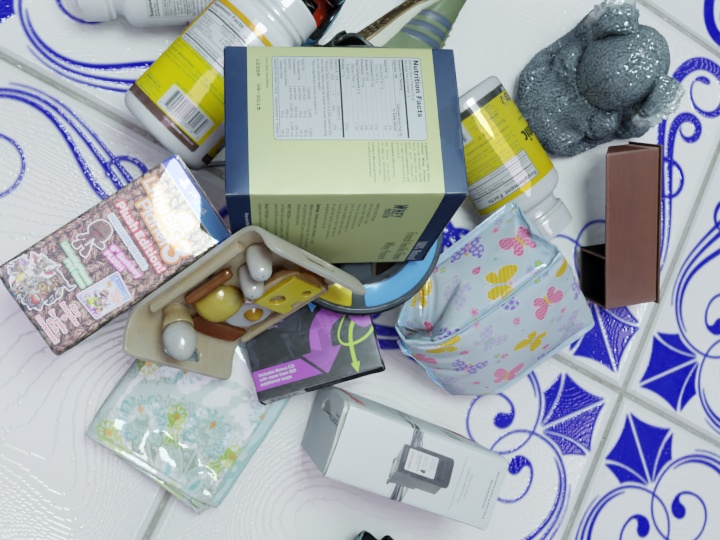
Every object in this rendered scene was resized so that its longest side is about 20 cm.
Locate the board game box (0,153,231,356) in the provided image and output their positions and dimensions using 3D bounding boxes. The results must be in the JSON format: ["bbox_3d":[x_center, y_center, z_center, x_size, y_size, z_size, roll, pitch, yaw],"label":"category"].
[{"bbox_3d":[-0.247,-0.015,0.764,0.199,0.159,0.097,-36,98,-13],"label":"board game box"}]

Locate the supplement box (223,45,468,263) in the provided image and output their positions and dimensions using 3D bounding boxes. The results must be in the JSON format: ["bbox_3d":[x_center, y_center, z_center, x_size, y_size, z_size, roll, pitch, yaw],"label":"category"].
[{"bbox_3d":[-0.023,-0.097,0.692,0.197,0.200,0.136,-1,75,-7],"label":"supplement box"}]

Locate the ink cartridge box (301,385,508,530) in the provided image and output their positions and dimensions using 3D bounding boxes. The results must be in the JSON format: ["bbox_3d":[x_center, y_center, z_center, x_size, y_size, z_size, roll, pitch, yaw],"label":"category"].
[{"bbox_3d":[0.043,0.207,0.840,0.198,0.145,0.084,22,85,-13],"label":"ink cartridge box"}]

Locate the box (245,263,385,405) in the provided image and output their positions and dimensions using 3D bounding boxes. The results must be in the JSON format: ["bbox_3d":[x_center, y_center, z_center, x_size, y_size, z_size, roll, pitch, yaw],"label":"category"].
[{"bbox_3d":[-0.066,0.032,0.826,0.141,0.036,0.202,-16,72,0],"label":"box"}]

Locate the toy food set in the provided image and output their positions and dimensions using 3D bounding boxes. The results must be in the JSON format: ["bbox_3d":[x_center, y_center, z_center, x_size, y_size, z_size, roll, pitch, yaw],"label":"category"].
[{"bbox_3d":[-0.110,0.043,0.708,0.143,0.199,0.061,27,40,-49],"label":"toy food set"}]

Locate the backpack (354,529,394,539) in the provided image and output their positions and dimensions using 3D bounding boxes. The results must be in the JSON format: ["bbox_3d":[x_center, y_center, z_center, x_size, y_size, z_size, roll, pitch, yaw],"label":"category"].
[{"bbox_3d":[0.014,0.411,0.798,0.150,0.200,0.178,-42,100,7],"label":"backpack"}]

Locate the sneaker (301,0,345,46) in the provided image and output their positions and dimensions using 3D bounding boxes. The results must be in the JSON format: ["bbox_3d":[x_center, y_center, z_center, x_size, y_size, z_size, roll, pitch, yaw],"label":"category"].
[{"bbox_3d":[-0.035,-0.333,0.857,0.078,0.089,0.202,31,71,-35],"label":"sneaker"}]

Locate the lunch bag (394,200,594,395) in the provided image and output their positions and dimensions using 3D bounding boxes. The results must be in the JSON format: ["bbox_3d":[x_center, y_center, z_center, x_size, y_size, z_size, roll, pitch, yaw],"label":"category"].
[{"bbox_3d":[0.145,0.047,0.851,0.199,0.128,0.170,-39,137,5],"label":"lunch bag"}]

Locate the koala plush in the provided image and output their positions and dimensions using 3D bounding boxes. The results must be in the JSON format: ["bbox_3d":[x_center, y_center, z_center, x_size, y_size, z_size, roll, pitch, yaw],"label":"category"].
[{"bbox_3d":[0.301,-0.233,0.901,0.182,0.200,0.179,-28,95,-14],"label":"koala plush"}]

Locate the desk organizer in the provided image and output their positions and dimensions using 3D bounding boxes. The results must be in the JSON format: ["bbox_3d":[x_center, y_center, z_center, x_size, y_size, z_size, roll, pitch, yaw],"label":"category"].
[{"bbox_3d":[0.330,-0.058,0.944,0.076,0.072,0.203,-8,105,-12],"label":"desk organizer"}]

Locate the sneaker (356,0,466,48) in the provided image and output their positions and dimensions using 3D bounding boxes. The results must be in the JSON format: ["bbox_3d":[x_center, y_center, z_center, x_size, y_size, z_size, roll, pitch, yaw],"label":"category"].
[{"bbox_3d":[0.073,-0.285,0.918,0.200,0.067,0.090,-39,119,-23],"label":"sneaker"}]

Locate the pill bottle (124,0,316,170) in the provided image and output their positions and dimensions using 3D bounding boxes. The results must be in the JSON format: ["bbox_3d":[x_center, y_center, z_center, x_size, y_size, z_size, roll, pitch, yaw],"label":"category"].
[{"bbox_3d":[-0.140,-0.209,0.766,0.109,0.109,0.200,44,89,-9],"label":"pill bottle"}]

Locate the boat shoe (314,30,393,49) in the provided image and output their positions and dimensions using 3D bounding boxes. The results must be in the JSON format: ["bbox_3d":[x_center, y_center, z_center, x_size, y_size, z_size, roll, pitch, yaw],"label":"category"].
[{"bbox_3d":[-0.007,-0.226,0.807,0.073,0.201,0.064,4,110,-24],"label":"boat shoe"}]

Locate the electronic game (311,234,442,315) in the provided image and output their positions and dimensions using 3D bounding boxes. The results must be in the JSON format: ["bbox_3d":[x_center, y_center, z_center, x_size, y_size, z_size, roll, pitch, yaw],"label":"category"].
[{"bbox_3d":[-0.006,-0.049,0.808,0.197,0.042,0.202,3,70,-9],"label":"electronic game"}]

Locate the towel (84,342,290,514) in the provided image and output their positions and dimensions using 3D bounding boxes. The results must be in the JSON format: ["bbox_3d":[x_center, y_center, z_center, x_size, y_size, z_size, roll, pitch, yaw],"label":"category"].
[{"bbox_3d":[-0.182,0.147,0.832,0.171,0.048,0.201,37,79,-12],"label":"towel"}]

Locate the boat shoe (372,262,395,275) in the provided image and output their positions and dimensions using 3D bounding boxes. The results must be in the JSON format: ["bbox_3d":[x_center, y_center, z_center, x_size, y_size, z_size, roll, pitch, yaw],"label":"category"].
[{"bbox_3d":[0.000,0.000,0.879,0.198,0.064,0.072,-6,89,-15],"label":"boat shoe"}]

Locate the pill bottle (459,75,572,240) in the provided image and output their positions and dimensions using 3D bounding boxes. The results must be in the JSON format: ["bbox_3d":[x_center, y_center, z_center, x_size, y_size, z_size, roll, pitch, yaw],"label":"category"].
[{"bbox_3d":[0.173,-0.125,0.908,0.111,0.111,0.201,-36,97,-14],"label":"pill bottle"}]

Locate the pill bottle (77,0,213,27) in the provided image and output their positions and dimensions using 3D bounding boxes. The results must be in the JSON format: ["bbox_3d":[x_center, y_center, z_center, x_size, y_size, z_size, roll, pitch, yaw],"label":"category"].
[{"bbox_3d":[-0.207,-0.328,0.810,0.197,0.113,0.115,-6,89,-11],"label":"pill bottle"}]

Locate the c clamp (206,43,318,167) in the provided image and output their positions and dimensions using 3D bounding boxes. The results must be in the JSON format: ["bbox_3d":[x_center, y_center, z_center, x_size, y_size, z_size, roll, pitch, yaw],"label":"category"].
[{"bbox_3d":[-0.122,-0.217,0.874,0.169,0.027,0.203,1,87,-16],"label":"c clamp"}]
